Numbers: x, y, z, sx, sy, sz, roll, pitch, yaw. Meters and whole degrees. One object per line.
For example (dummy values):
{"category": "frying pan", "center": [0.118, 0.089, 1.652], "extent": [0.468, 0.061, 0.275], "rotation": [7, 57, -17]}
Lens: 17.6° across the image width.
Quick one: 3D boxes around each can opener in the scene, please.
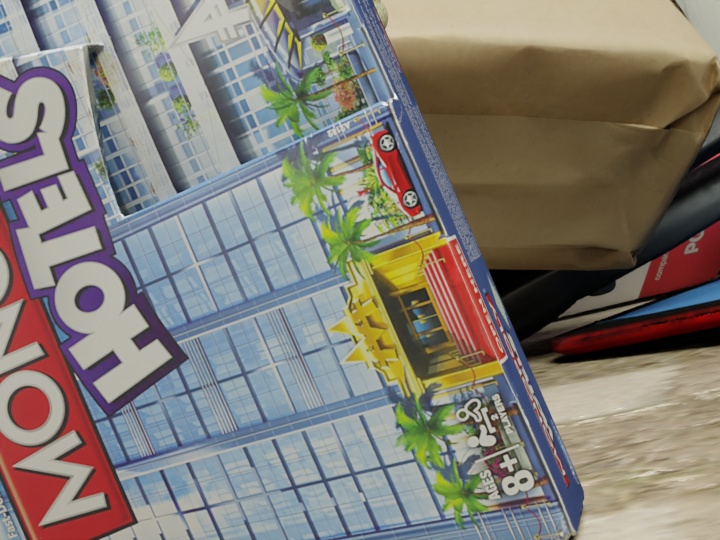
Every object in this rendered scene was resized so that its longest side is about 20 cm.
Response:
{"category": "can opener", "center": [0.112, -0.024, 0.948], "extent": [0.200, 0.063, 0.079], "rotation": [-30, 45, 4]}

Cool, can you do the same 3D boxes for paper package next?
{"category": "paper package", "center": [0.004, -0.096, 0.886], "extent": [0.190, 0.104, 0.200], "rotation": [0, 38, -27]}

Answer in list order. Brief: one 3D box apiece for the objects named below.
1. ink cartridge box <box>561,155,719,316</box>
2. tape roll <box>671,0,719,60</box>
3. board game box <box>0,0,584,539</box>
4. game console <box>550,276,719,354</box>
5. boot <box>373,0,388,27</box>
{"category": "ink cartridge box", "center": [0.054, -0.051, 1.063], "extent": [0.199, 0.083, 0.147], "rotation": [-12, 46, -26]}
{"category": "tape roll", "center": [0.160, -0.101, 1.176], "extent": [0.071, 0.203, 0.202], "rotation": [-12, 4, -35]}
{"category": "board game box", "center": [-0.078, 0.004, 0.544], "extent": [0.199, 0.201, 0.062], "rotation": [-24, 0, 8]}
{"category": "game console", "center": [0.183, -0.043, 0.908], "extent": [0.118, 0.173, 0.200], "rotation": [22, 19, 27]}
{"category": "boot", "center": [-0.044, -0.018, 0.745], "extent": [0.072, 0.155, 0.200], "rotation": [-15, 7, -33]}
